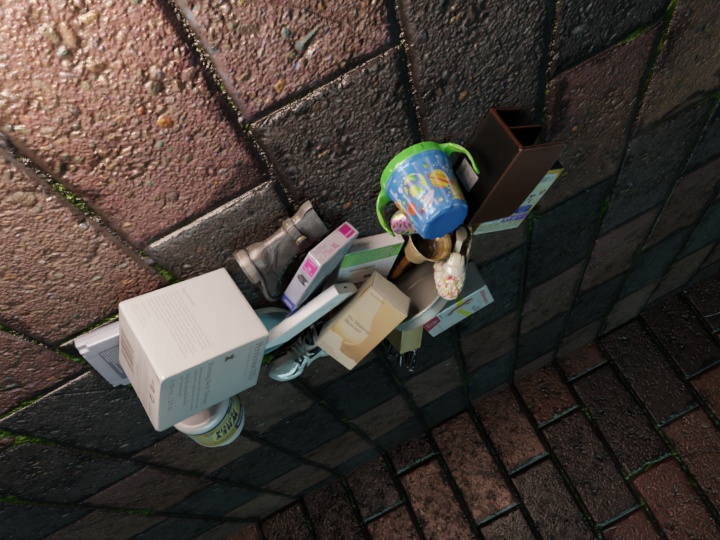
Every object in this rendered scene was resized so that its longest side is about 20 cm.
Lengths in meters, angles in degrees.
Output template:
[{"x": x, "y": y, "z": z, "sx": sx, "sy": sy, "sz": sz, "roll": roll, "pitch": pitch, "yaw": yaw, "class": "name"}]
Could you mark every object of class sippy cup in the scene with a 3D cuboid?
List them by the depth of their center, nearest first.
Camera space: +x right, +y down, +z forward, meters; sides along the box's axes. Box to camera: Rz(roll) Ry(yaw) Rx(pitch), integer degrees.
[{"x": 0.121, "y": -0.132, "z": 1.054, "sx": 0.138, "sy": 0.132, "sz": 0.179, "roll": -9, "pitch": 147, "yaw": -34, "class": "sippy cup"}]

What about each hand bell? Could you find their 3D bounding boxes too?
[{"x": 0.102, "y": -0.026, "z": 1.301, "sx": 0.103, "sy": 0.106, "sz": 0.200, "roll": -10, "pitch": 161, "yaw": -32, "class": "hand bell"}]

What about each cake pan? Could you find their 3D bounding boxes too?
[{"x": 0.128, "y": 0.057, "z": 1.339, "sx": 0.199, "sy": 0.201, "sz": 0.037, "roll": -36, "pitch": 114, "yaw": 16, "class": "cake pan"}]

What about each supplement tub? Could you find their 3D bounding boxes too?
[{"x": -0.352, "y": 0.326, "z": 1.388, "sx": 0.142, "sy": 0.146, "sz": 0.201, "roll": -24, "pitch": 153, "yaw": -7, "class": "supplement tub"}]

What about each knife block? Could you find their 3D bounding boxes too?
[{"x": 0.117, "y": 0.165, "z": 1.497, "sx": 0.063, "sy": 0.178, "sz": 0.200, "roll": -14, "pitch": 172, "yaw": -25, "class": "knife block"}]

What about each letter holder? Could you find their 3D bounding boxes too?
[{"x": 0.270, "y": -0.195, "z": 1.123, "sx": 0.140, "sy": 0.101, "sz": 0.201, "roll": -13, "pitch": 150, "yaw": -32, "class": "letter holder"}]

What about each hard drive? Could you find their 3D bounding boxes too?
[{"x": -0.107, "y": 0.091, "z": 1.230, "sx": 0.199, "sy": 0.027, "sz": 0.132, "roll": -36, "pitch": 172, "yaw": 15, "class": "hard drive"}]

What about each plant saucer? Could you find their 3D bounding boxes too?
[{"x": -0.231, "y": 0.138, "z": 1.307, "sx": 0.197, "sy": 0.028, "sz": 0.201, "roll": -22, "pitch": 152, "yaw": -12, "class": "plant saucer"}]

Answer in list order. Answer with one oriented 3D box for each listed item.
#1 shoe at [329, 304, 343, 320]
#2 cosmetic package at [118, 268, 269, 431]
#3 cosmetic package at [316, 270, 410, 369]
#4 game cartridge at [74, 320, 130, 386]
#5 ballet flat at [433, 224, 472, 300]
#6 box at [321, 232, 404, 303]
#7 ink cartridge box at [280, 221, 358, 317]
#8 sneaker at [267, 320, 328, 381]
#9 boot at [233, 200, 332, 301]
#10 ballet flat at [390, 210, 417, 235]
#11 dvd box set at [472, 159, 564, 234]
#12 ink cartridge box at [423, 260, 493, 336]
[{"x": -0.018, "y": 0.108, "z": 1.419, "sx": 0.089, "sy": 0.073, "sz": 0.200, "roll": -2, "pitch": 171, "yaw": 7, "class": "shoe"}, {"x": -0.293, "y": 0.133, "z": 1.038, "sx": 0.198, "sy": 0.167, "sz": 0.169, "roll": -22, "pitch": 149, "yaw": -35, "class": "cosmetic package"}, {"x": 0.005, "y": 0.109, "z": 1.275, "sx": 0.200, "sy": 0.105, "sz": 0.071, "roll": -48, "pitch": -168, "yaw": 29, "class": "cosmetic package"}, {"x": -0.436, "y": 0.152, "z": 1.129, "sx": 0.131, "sy": 0.041, "sz": 0.201, "roll": -18, "pitch": 152, "yaw": -12, "class": "game cartridge"}, {"x": 0.199, "y": -0.032, "z": 1.267, "sx": 0.074, "sy": 0.202, "sz": 0.064, "roll": 15, "pitch": 142, "yaw": 0, "class": "ballet flat"}, {"x": 0.000, "y": 0.000, "z": 1.279, "sx": 0.142, "sy": 0.037, "sz": 0.201, "roll": -14, "pitch": 151, "yaw": -27, "class": "box"}, {"x": -0.085, "y": 0.002, "z": 1.131, "sx": 0.119, "sy": 0.042, "sz": 0.201, "roll": -43, "pitch": 172, "yaw": -40, "class": "ink cartridge box"}, {"x": -0.135, "y": 0.180, "z": 1.415, "sx": 0.196, "sy": 0.080, "sz": 0.130, "roll": -21, "pitch": 151, "yaw": -14, "class": "sneaker"}, {"x": -0.123, "y": -0.033, "z": 1.075, "sx": 0.173, "sy": 0.070, "sz": 0.200, "roll": -35, "pitch": 161, "yaw": -4, "class": "boot"}, {"x": 0.157, "y": -0.110, "z": 1.186, "sx": 0.197, "sy": 0.071, "sz": 0.070, "roll": -16, "pitch": 122, "yaw": -23, "class": "ballet flat"}, {"x": 0.341, "y": -0.160, "z": 1.323, "sx": 0.144, "sy": 0.030, "sz": 0.201, "roll": -12, "pitch": 150, "yaw": -29, "class": "dvd box set"}, {"x": 0.245, "y": 0.079, "z": 1.590, "sx": 0.198, "sy": 0.084, "sz": 0.145, "roll": -32, "pitch": 153, "yaw": 8, "class": "ink cartridge box"}]
